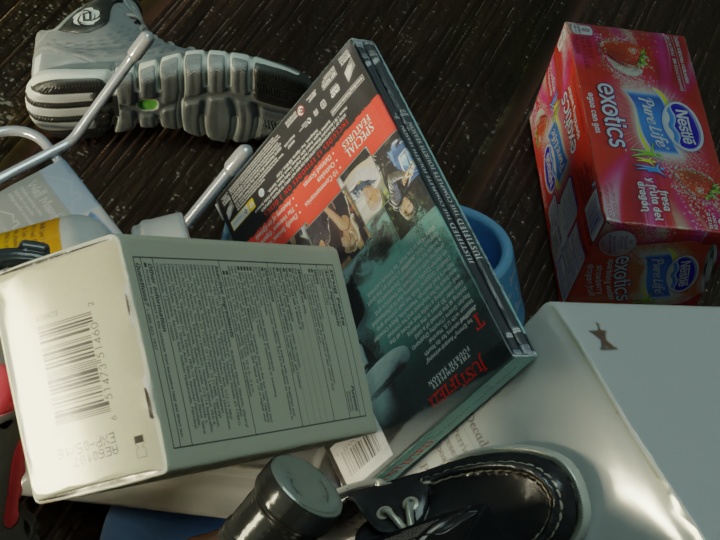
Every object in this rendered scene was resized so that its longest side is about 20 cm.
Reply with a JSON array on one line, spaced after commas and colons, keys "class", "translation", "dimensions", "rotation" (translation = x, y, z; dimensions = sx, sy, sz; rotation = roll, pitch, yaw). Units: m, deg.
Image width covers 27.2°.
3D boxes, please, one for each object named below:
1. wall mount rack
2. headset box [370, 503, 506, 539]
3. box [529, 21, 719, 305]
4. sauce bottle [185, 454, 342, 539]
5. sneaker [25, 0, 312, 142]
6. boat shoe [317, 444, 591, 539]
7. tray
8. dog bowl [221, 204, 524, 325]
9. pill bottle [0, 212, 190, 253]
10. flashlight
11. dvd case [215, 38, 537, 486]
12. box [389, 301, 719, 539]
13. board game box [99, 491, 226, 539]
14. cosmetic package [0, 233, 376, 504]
[{"class": "wall mount rack", "translation": [-0.170, -0.053, 0.936], "dimensions": [0.174, 0.075, 0.200], "rotation": [-32, 63, -18]}, {"class": "headset box", "translation": [0.026, 0.215, 0.592], "dimensions": [0.175, 0.093, 0.200], "rotation": [65, 20, -3]}, {"class": "box", "translation": [0.186, -0.071, 1.046], "dimensions": [0.095, 0.100, 0.200], "rotation": [6, 48, -10]}, {"class": "sauce bottle", "translation": [-0.080, 0.171, 0.703], "dimensions": [0.065, 0.200, 0.065], "rotation": [35, 19, -14]}, {"class": "sneaker", "translation": [-0.135, -0.154, 1.051], "dimensions": [0.199, 0.075, 0.116], "rotation": [0, 48, -14]}, {"class": "boat shoe", "translation": [0.013, 0.132, 0.716], "dimensions": [0.060, 0.200, 0.074], "rotation": [6, 70, -56]}, {"class": "tray", "translation": [-0.091, 0.089, 0.838], "dimensions": [0.199, 0.022, 0.108], "rotation": [4, 41, 13]}, {"class": "dog bowl", "translation": [0.004, -0.010, 0.893], "dimensions": [0.200, 0.050, 0.111], "rotation": [20, 41, 24]}, {"class": "pill bottle", "translation": [-0.183, 0.034, 0.815], "dimensions": [0.199, 0.113, 0.113], "rotation": [-15, 54, -5]}, {"class": "flashlight", "translation": [-0.177, 0.084, 0.745], "dimensions": [0.068, 0.200, 0.068], "rotation": [6, 33, -12]}, {"class": "dvd case", "translation": [0.000, 0.000, 0.789], "dimensions": [0.022, 0.146, 0.200], "rotation": [1, 54, -43]}, {"class": "box", "translation": [0.159, 0.141, 0.772], "dimensions": [0.199, 0.171, 0.200], "rotation": [3, 46, -41]}, {"class": "board game box", "translation": [-0.044, 0.169, 0.820], "dimensions": [0.199, 0.039, 0.158], "rotation": [10, 49, 4]}, {"class": "cosmetic package", "translation": [-0.074, 0.042, 0.696], "dimensions": [0.200, 0.073, 0.104], "rotation": [5, 71, -65]}]
